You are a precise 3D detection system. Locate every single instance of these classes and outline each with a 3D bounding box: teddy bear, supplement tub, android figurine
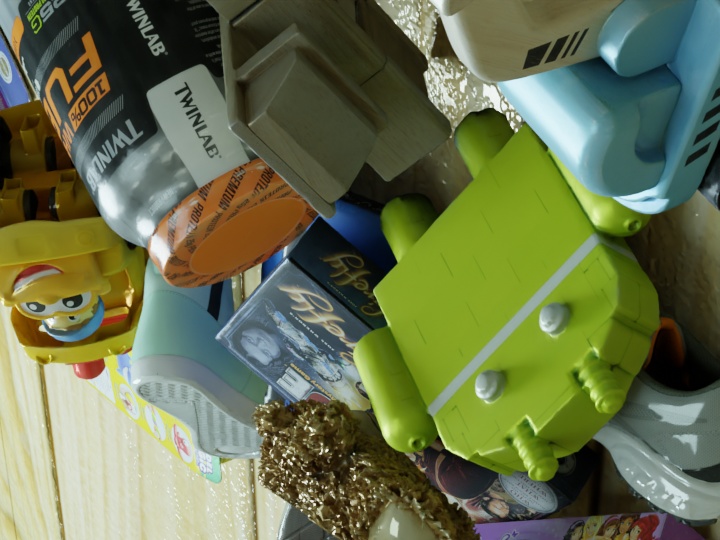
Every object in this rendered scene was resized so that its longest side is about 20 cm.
[{"bbox_3d":[0.013,0.117,1.012,0.145,0.067,0.200,36,174,-11],"label":"teddy bear"},{"bbox_3d":[-0.104,-0.100,1.014,0.201,0.122,0.123,59,151,19],"label":"supplement tub"},{"bbox_3d":[0.070,0.013,0.936,0.182,0.041,0.201,-46,41,22],"label":"android figurine"}]

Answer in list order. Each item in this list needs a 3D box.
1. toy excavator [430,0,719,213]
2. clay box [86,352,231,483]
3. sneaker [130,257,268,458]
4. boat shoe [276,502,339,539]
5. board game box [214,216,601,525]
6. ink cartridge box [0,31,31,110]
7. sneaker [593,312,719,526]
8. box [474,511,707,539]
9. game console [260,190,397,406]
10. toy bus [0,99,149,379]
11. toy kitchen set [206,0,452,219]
[{"bbox_3d":[0.091,-0.089,0.756,0.100,0.199,0.195,50,147,27],"label":"toy excavator"},{"bbox_3d":[-0.145,0.065,1.436,0.199,0.047,0.116,31,133,47],"label":"clay box"},{"bbox_3d":[-0.087,0.052,1.295,0.201,0.073,0.119,52,-142,-60],"label":"sneaker"},{"bbox_3d":[-0.019,0.188,1.267,0.074,0.074,0.202,-98,7,-55],"label":"boat shoe"},{"bbox_3d":[0.022,0.070,1.082,0.200,0.035,0.135,40,151,-3],"label":"board game box"},{"bbox_3d":[-0.351,-0.181,1.625,0.198,0.043,0.200,63,153,9],"label":"ink cartridge box"},{"bbox_3d":[0.119,0.044,0.949,0.199,0.074,0.080,28,128,41],"label":"sneaker"},{"bbox_3d":[0.083,0.200,1.021,0.039,0.138,0.199,36,151,-26],"label":"box"},{"bbox_3d":[0.000,0.000,1.171,0.169,0.119,0.201,21,137,12],"label":"game console"},{"bbox_3d":[-0.193,-0.004,1.308,0.200,0.134,0.194,-89,-8,-63],"label":"toy bus"},{"bbox_3d":[0.016,-0.147,0.916,0.200,0.180,0.164,43,-157,-32],"label":"toy kitchen set"}]
